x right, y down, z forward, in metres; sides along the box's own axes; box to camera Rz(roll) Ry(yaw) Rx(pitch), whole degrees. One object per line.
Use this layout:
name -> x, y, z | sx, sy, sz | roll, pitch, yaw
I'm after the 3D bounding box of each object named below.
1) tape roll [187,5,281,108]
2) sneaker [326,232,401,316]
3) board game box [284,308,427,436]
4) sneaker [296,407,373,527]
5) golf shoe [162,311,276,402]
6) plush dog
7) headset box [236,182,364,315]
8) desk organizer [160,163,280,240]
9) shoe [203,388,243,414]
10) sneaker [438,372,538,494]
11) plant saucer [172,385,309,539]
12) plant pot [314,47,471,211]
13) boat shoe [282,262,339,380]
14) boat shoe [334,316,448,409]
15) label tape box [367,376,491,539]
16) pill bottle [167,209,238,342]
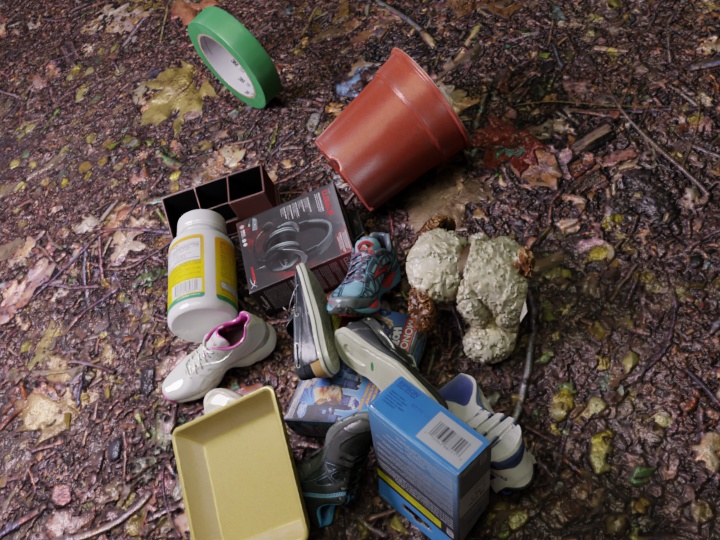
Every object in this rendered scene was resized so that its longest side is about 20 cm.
tape roll -> -0.235, -0.396, 1.487 | 0.199, 0.201, 0.048 | 35, 74, 34
sneaker -> 0.000, 0.000, 1.161 | 0.078, 0.097, 0.200 | 2, 21, 19
board game box -> 0.021, 0.158, 1.130 | 0.197, 0.062, 0.202 | 13, 64, 25
sneaker -> -0.019, 0.255, 1.042 | 0.201, 0.072, 0.082 | -54, 56, 32
golf shoe -> -0.228, 0.127, 1.221 | 0.198, 0.092, 0.076 | -33, 55, -1
plush dog -> 0.146, 0.006, 1.104 | 0.169, 0.161, 0.203 | 11, 63, 6
headset box -> -0.088, -0.039, 1.285 | 0.197, 0.077, 0.150 | -22, 54, 7
desk organizer -> -0.243, -0.109, 1.384 | 0.197, 0.077, 0.073 | -18, 54, 9
shoe -> -0.168, 0.232, 1.155 | 0.070, 0.054, 0.199 | -44, 55, -11
sneaker -> 0.163, 0.225, 1.027 | 0.080, 0.116, 0.199 | -34, 24, -6
plant saucer -> -0.155, 0.282, 1.071 | 0.198, 0.048, 0.203 | -27, 69, 27
plant pot -> 0.043, -0.214, 1.289 | 0.195, 0.201, 0.201 | -40, 54, 1
boat shoe -> -0.077, 0.071, 1.141 | 0.061, 0.075, 0.202 | -24, 49, 12
boat shoe -> 0.050, 0.129, 1.057 | 0.067, 0.073, 0.199 | -22, 45, -35
label tape box -> 0.085, 0.245, 0.980 | 0.063, 0.202, 0.143 | -37, 52, -27
pill bottle -> -0.257, 0.004, 1.295 | 0.111, 0.113, 0.203 | -16, 55, 9
